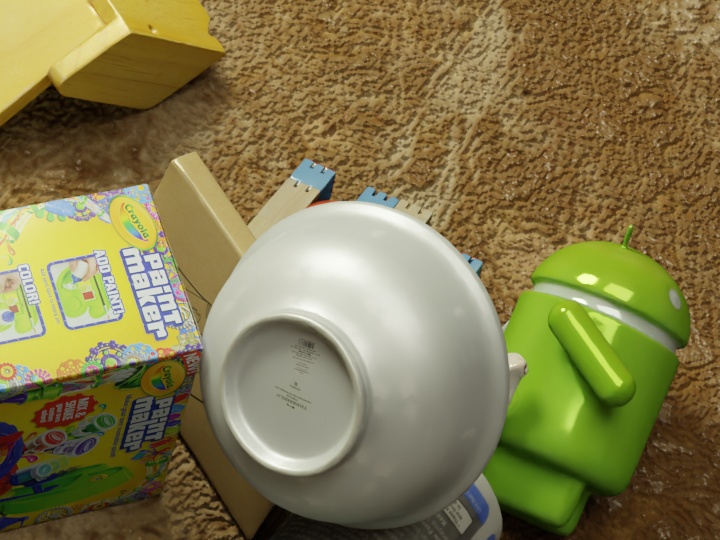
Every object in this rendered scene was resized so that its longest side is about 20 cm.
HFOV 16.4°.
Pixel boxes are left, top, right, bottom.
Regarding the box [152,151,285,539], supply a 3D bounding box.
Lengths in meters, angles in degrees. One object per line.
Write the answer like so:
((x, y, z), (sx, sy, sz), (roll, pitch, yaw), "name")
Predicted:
((-0.088, 0.049, 1.595), (0.021, 0.164, 0.200), (-19, 65, -38), "box")

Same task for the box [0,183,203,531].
((-0.216, 0.063, 1.533), (0.192, 0.200, 0.122), (-12, 63, -19), "box")

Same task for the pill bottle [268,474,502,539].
((-0.010, 0.198, 1.552), (0.114, 0.114, 0.200), (37, 58, 10), "pill bottle")

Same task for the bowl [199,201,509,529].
((-0.020, 0.065, 1.455), (0.201, 0.201, 0.090), (43, 26, 14), "bowl")

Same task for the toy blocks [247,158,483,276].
((0.000, 0.000, 1.696), (0.199, 0.100, 0.137), (24, 42, 14), "toy blocks")

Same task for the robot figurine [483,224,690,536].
((0.145, 0.070, 1.646), (0.115, 0.175, 0.201), (22, 81, 16), "robot figurine")

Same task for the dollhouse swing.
((-0.243, -0.179, 1.773), (0.200, 0.176, 0.181), (53, 21, 20), "dollhouse swing")

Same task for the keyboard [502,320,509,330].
((0.105, 0.073, 1.718), (0.056, 0.011, 0.200), (39, 59, 11), "keyboard")

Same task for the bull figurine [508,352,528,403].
((0.006, 0.042, 1.585), (0.199, 0.122, 0.065), (1, 20, 22), "bull figurine")
